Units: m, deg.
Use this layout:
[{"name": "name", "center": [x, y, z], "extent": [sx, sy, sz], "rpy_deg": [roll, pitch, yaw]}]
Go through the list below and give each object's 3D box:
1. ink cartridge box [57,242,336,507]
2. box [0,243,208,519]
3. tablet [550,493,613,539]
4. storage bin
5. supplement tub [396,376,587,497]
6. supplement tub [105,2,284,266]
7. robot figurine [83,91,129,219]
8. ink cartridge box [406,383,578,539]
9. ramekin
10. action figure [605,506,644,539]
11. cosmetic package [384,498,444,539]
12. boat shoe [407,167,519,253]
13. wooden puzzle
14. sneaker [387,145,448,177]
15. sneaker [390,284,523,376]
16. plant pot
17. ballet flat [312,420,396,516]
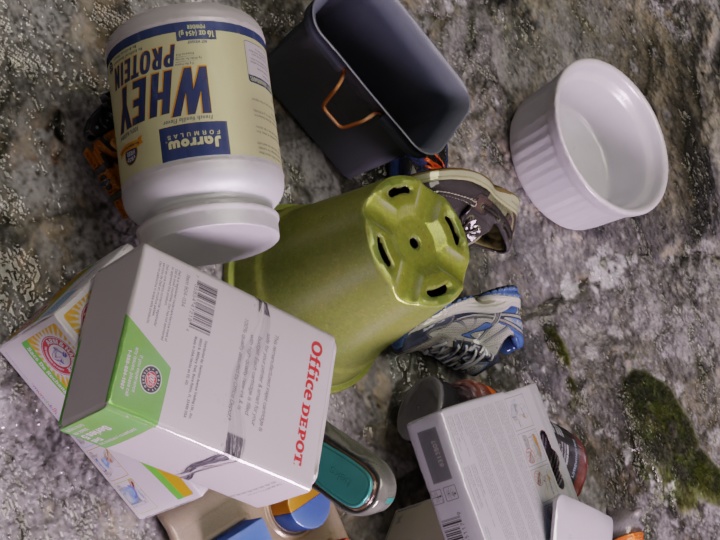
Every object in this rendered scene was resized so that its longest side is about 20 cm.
[{"name": "ink cartridge box", "center": [-0.128, 0.090, 1.200], "extent": [0.199, 0.084, 0.146], "rpy_deg": [28, 55, -30]}, {"name": "box", "center": [-0.195, 0.097, 1.268], "extent": [0.200, 0.101, 0.113], "rpy_deg": [53, 46, -11]}, {"name": "tablet", "center": [0.213, 0.329, 1.435], "extent": [0.130, 0.014, 0.201], "rpy_deg": [31, 61, -50]}, {"name": "storage bin", "center": [-0.009, -0.189, 1.533], "extent": [0.200, 0.134, 0.146], "rpy_deg": [48, 48, -14]}, {"name": "supplement tub", "center": [0.133, 0.181, 1.521], "extent": [0.199, 0.107, 0.108], "rpy_deg": [30, 55, -28]}, {"name": "supplement tub", "center": [-0.144, -0.117, 1.292], "extent": [0.144, 0.145, 0.201], "rpy_deg": [4, 71, -40]}, {"name": "robot figurine", "center": [-0.180, -0.116, 1.404], "extent": [0.200, 0.058, 0.146], "rpy_deg": [-35, 96, -45]}, {"name": "ink cartridge box", "center": [0.135, 0.204, 1.424], "extent": [0.200, 0.057, 0.164], "rpy_deg": [-5, 74, -60]}, {"name": "ramekin", "center": [0.274, -0.147, 1.790], "extent": [0.200, 0.097, 0.202], "rpy_deg": [17, 61, -35]}, {"name": "action figure", "center": [0.308, 0.351, 1.608], "extent": [0.199, 0.104, 0.195], "rpy_deg": [-9, 88, -41]}, {"name": "cosmetic package", "center": [0.124, 0.312, 1.458], "extent": [0.200, 0.103, 0.073], "rpy_deg": [41, 49, -20]}, {"name": "boat shoe", "center": [0.109, -0.058, 1.513], "extent": [0.200, 0.071, 0.067], "rpy_deg": [14, 67, -57]}, {"name": "wooden puzzle", "center": [-0.072, 0.266, 1.344], "extent": [0.185, 0.046, 0.201], "rpy_deg": [-27, 90, -44]}, {"name": "sneaker", "center": [0.077, -0.079, 1.600], "extent": [0.075, 0.078, 0.201], "rpy_deg": [23, 58, -33]}, {"name": "sneaker", "center": [0.112, 0.072, 1.571], "extent": [0.199, 0.077, 0.086], "rpy_deg": [-13, 85, -43]}, {"name": "plant pot", "center": [0.000, 0.000, 1.425], "extent": [0.199, 0.184, 0.202], "rpy_deg": [18, 60, -35]}, {"name": "ballet flat", "center": [-0.050, 0.162, 1.360], "extent": [0.200, 0.068, 0.064], "rpy_deg": [34, 7, 25]}]
